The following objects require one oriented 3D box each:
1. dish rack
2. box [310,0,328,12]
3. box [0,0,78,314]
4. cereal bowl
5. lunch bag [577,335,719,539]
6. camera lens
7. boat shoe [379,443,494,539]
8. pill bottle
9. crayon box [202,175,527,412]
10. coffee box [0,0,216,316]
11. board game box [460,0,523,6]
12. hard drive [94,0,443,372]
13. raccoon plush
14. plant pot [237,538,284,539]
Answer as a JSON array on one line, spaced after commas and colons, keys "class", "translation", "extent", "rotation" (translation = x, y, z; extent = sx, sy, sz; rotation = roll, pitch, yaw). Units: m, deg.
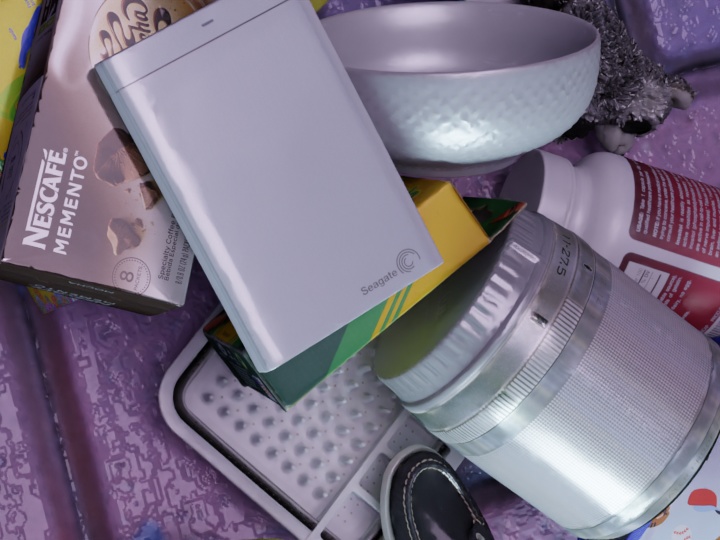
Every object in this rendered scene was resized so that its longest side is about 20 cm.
[{"class": "dish rack", "translation": [-0.026, 0.090, 1.285], "extent": [0.200, 0.044, 0.172], "rotation": [42, 74, -11]}, {"class": "box", "translation": [-0.024, -0.240, 1.262], "extent": [0.075, 0.050, 0.200], "rotation": [44, 37, -10]}, {"class": "box", "translation": [-0.165, -0.108, 1.217], "extent": [0.192, 0.122, 0.201], "rotation": [-31, 95, -19]}, {"class": "cereal bowl", "translation": [0.055, -0.113, 1.215], "extent": [0.199, 0.200, 0.084], "rotation": [-9, 112, -19]}, {"class": "lunch bag", "translation": [0.254, 0.176, 1.332], "extent": [0.170, 0.124, 0.201], "rotation": [32, 68, -16]}, {"class": "camera lens", "translation": [0.129, 0.068, 1.235], "extent": [0.200, 0.160, 0.160], "rotation": [36, 74, -15]}, {"class": "boat shoe", "translation": [0.071, 0.210, 1.267], "extent": [0.074, 0.060, 0.201], "rotation": [-26, 111, -26]}, {"class": "pill bottle", "translation": [0.200, -0.018, 1.337], "extent": [0.199, 0.113, 0.114], "rotation": [17, 79, -17]}, {"class": "crayon box", "translation": [0.000, 0.000, 1.200], "extent": [0.200, 0.127, 0.051], "rotation": [-39, 103, -11]}, {"class": "coffee box", "translation": [-0.146, -0.083, 1.115], "extent": [0.113, 0.080, 0.201], "rotation": [15, 80, -19]}, {"class": "board game box", "translation": [0.137, -0.265, 1.299], "extent": [0.153, 0.040, 0.200], "rotation": [21, 111, -41]}, {"class": "hard drive", "translation": [-0.050, -0.060, 1.095], "extent": [0.132, 0.027, 0.201], "rotation": [-31, 99, -22]}, {"class": "raccoon plush", "translation": [0.179, -0.171, 1.313], "extent": [0.134, 0.097, 0.201], "rotation": [-15, 132, -33]}, {"class": "plant pot", "translation": [-0.098, 0.277, 1.164], "extent": [0.181, 0.200, 0.200], "rotation": [-33, 95, -27]}]
